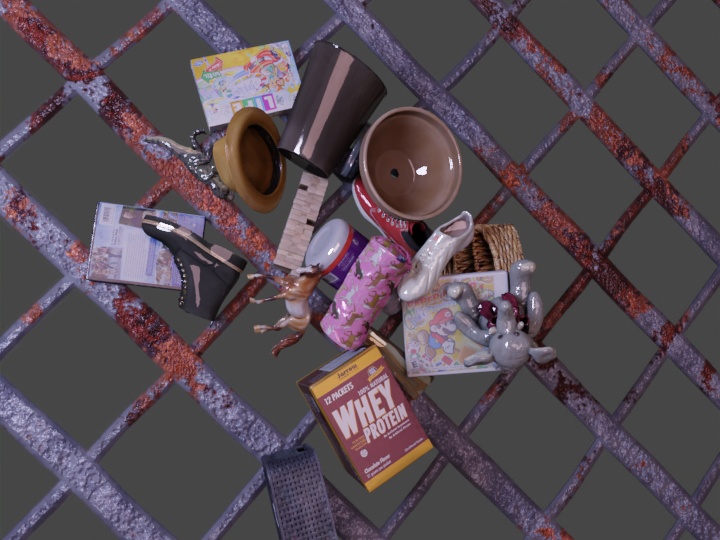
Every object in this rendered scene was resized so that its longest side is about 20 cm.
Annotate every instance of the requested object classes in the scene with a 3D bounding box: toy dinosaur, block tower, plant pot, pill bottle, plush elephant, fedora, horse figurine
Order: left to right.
[{"bbox_3d":[-0.305,-0.219,1.222,0.199,0.047,0.089,38,83,-2],"label":"toy dinosaur"},{"bbox_3d":[-0.211,-0.200,1.195,0.081,0.200,0.204,-1,81,24],"label":"fedora"},{"bbox_3d":[-0.134,0.068,1.182,0.130,0.050,0.203,-6,126,-9],"label":"horse figurine"},{"bbox_3d":[-0.117,-0.087,1.242,0.057,0.054,0.203,17,79,-9],"label":"block tower"},{"bbox_3d":[0.000,0.000,1.213,0.199,0.112,0.114,36,75,-26],"label":"pill bottle"},{"bbox_3d":[0.079,-0.186,1.177,0.198,0.092,0.205,2,86,-24],"label":"plant pot"},{"bbox_3d":[0.245,0.099,1.101,0.162,0.155,0.204,-11,97,3],"label":"plush elephant"}]

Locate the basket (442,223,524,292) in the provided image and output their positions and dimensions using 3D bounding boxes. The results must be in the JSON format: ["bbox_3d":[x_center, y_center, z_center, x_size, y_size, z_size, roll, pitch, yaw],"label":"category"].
[{"bbox_3d":[0.229,0.014,1.262,0.146,0.143,0.204,-2,83,-14],"label":"basket"}]

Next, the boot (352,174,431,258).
[{"bbox_3d":[0.063,-0.113,1.240,0.072,0.144,0.201,-36,91,-14],"label":"boot"}]

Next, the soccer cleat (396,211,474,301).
[{"bbox_3d":[0.132,-0.029,1.155,0.069,0.078,0.200,35,67,25],"label":"soccer cleat"}]

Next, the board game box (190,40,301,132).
[{"bbox_3d":[-0.217,-0.361,1.265,0.197,0.034,0.137,-17,87,-15],"label":"board game box"}]

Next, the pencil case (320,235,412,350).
[{"bbox_3d":[0.010,0.041,1.126,0.086,0.082,0.201,42,107,32],"label":"pencil case"}]

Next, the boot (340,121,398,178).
[{"bbox_3d":[0.071,-0.193,1.266,0.198,0.066,0.166,32,46,-9],"label":"boot"}]

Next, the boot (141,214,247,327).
[{"bbox_3d":[-0.320,0.000,1.158,0.198,0.077,0.140,27,82,-9],"label":"boot"}]

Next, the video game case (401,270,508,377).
[{"bbox_3d":[0.177,0.099,1.193,0.196,0.023,0.185,-5,98,3],"label":"video game case"}]

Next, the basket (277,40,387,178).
[{"bbox_3d":[-0.061,-0.288,1.212,0.180,0.135,0.202,31,85,-46],"label":"basket"}]

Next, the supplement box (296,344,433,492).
[{"bbox_3d":[0.000,0.253,1.147,0.132,0.200,0.199,-30,90,-14],"label":"supplement box"}]

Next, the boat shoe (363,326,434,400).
[{"bbox_3d":[0.048,0.175,1.240,0.199,0.072,0.077,39,88,-5],"label":"boat shoe"}]

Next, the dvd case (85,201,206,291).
[{"bbox_3d":[-0.392,-0.042,1.190,0.196,0.018,0.145,7,82,-13],"label":"dvd case"}]

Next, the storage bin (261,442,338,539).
[{"bbox_3d":[-0.106,0.420,1.133,0.092,0.135,0.203,-14,86,-14],"label":"storage bin"}]
